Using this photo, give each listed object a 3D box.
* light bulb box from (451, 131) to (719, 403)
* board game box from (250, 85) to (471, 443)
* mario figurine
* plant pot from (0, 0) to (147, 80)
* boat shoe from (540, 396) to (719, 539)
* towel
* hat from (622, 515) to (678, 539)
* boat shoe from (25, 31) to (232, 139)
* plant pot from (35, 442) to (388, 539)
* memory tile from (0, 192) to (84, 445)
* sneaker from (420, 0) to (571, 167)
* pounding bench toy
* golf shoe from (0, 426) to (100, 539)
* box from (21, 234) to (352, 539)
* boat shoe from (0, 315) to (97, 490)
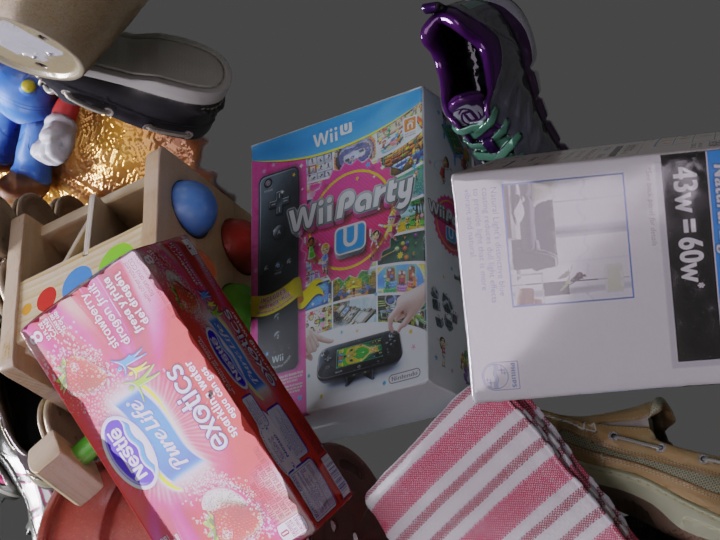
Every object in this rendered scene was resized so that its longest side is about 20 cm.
[{"bbox_3d":[0.165,-0.009,1.038,0.198,0.198,0.126,-5,95,12],"label":"light bulb box"},{"bbox_3d":[0.000,0.000,1.215,0.147,0.064,0.201,-16,62,33],"label":"board game box"},{"bbox_3d":[-0.258,-0.148,1.377,0.123,0.106,0.201,16,118,-6],"label":"mario figurine"},{"bbox_3d":[-0.191,-0.236,1.228,0.186,0.187,0.201,9,72,32],"label":"plant pot"},{"bbox_3d":[0.173,0.115,1.171,0.199,0.072,0.077,22,87,26],"label":"boat shoe"},{"bbox_3d":[0.102,0.174,1.141,0.200,0.030,0.146,52,125,12],"label":"towel"},{"bbox_3d":[0.180,0.260,1.170,0.199,0.081,0.202,5,100,31],"label":"hat"},{"bbox_3d":[-0.192,-0.143,1.312,0.074,0.199,0.061,-91,20,-44],"label":"boat shoe"},{"bbox_3d":[-0.087,0.211,1.282,0.194,0.200,0.202,-16,89,26],"label":"plant pot"},{"bbox_3d":[-0.212,0.039,1.351,0.017,0.153,0.201,-23,83,23],"label":"memory tile"},{"bbox_3d":[0.086,-0.076,1.177,0.074,0.087,0.201,-24,84,33],"label":"sneaker"},{"bbox_3d":[-0.145,0.046,1.266,0.155,0.124,0.201,-23,51,27],"label":"pounding bench toy"},{"bbox_3d":[-0.218,0.169,1.422,0.200,0.077,0.088,42,110,20],"label":"golf shoe"},{"bbox_3d":[-0.104,0.088,1.135,0.095,0.100,0.201,-34,88,14],"label":"box"},{"bbox_3d":[-0.246,0.064,1.398,0.074,0.073,0.201,-23,66,0],"label":"boat shoe"}]
